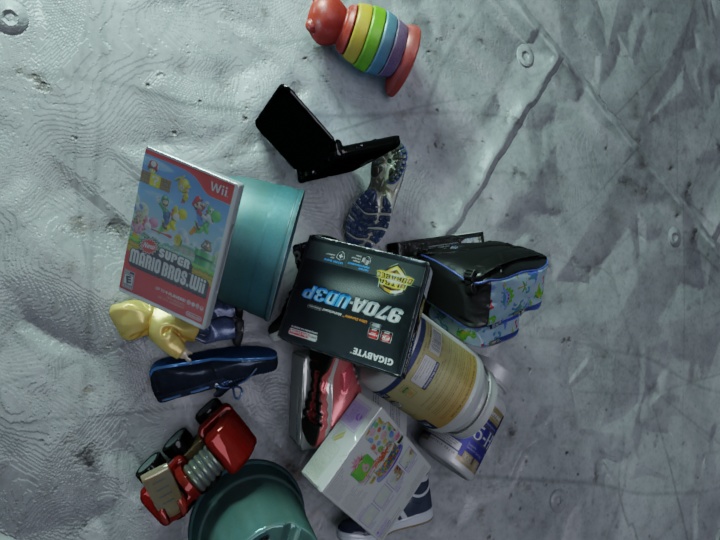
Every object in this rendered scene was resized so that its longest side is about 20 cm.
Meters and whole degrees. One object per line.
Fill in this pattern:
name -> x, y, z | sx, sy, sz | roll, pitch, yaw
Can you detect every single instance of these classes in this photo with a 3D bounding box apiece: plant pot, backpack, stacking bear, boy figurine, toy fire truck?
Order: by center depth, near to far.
toy fire truck -> -0.235, 0.275, 0.749 | 0.175, 0.199, 0.130 | -41, 104, -19
plant pot -> -0.147, 0.415, 0.787 | 0.193, 0.195, 0.209 | 1, 89, -24
plant pot -> -0.195, -0.050, 0.790 | 0.182, 0.200, 0.207 | 17, 82, -8
boy figurine -> -0.275, 0.081, 0.804 | 0.193, 0.065, 0.128 | 1, 55, -22
backpack -> 0.214, 0.031, 0.915 | 0.194, 0.182, 0.153 | -13, 114, -28
stacking bear -> -0.001, -0.412, 0.930 | 0.194, 0.113, 0.126 | 16, 82, -18

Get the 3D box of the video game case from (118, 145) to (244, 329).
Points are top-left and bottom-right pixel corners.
video game case -> -0.241, -0.041, 0.704 | 0.139, 0.017, 0.206 | 21, 106, 8

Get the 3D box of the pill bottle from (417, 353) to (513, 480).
pill bottle -> 0.202, 0.267, 0.988 | 0.119, 0.119, 0.203 | 38, 75, -18

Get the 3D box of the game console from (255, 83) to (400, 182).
game console -> -0.057, -0.219, 0.844 | 0.171, 0.199, 0.121 | -17, 95, -22

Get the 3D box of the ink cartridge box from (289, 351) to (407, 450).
ink cartridge box -> -0.021, 0.216, 0.909 | 0.193, 0.083, 0.151 | 4, 86, -24

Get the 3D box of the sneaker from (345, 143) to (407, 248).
sneaker -> 0.038, -0.128, 0.951 | 0.075, 0.085, 0.205 | 26, 101, 9

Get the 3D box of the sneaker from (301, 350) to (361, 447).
sneaker -> -0.035, 0.170, 0.833 | 0.085, 0.073, 0.208 | 12, 87, -34

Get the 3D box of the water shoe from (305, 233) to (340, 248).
water shoe -> 0.000, 0.000, 0.870 | 0.198, 0.078, 0.073 | 37, 58, -23

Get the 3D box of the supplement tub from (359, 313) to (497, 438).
supplement tub -> 0.109, 0.165, 0.847 | 0.197, 0.144, 0.147 | 35, 76, -17

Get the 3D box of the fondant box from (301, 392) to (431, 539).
fondant box -> 0.017, 0.311, 0.827 | 0.145, 0.057, 0.202 | -49, 131, -18

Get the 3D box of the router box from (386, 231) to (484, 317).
router box -> 0.151, 0.012, 1.010 | 0.193, 0.051, 0.156 | -8, 93, -24

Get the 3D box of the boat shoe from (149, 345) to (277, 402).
boat shoe -> -0.226, 0.163, 0.834 | 0.192, 0.084, 0.072 | -5, 98, -7

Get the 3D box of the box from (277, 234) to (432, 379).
box -> -0.007, 0.049, 0.769 | 0.193, 0.046, 0.164 | 14, 78, 19

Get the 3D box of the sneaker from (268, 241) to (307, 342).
sneaker -> -0.100, 0.020, 0.888 | 0.199, 0.072, 0.114 | -39, 100, -34

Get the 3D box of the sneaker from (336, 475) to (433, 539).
sneaker -> 0.044, 0.402, 0.940 | 0.194, 0.069, 0.113 | -2, 92, -29
